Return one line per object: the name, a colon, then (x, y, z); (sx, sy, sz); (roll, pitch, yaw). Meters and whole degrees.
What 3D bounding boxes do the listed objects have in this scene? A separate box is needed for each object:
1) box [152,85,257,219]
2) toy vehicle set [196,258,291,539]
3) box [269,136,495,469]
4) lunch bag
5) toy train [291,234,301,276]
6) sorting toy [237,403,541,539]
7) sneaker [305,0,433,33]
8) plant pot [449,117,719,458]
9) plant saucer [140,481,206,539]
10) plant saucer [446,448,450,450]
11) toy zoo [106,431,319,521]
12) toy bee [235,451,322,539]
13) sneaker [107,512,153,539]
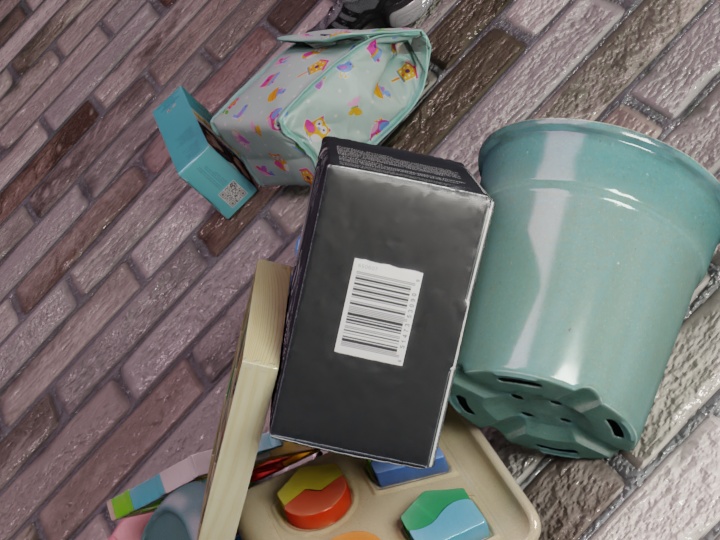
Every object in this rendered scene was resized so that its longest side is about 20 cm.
box: (-0.180, -0.137, 2.225); (0.049, 0.082, 0.200); (-43, 28, 7)
toy vehicle set: (-0.088, 0.108, 1.448); (0.124, 0.026, 0.200); (-85, 9, -55)
box: (0.011, 0.017, 1.426); (0.197, 0.124, 0.200); (-93, 16, -81)
lunch bag: (-0.034, -0.188, 2.046); (0.200, 0.122, 0.170); (-48, 24, -17)
toy train: (0.000, 0.000, 1.760); (0.087, 0.114, 0.200); (-16, 41, 50)
sorting toy: (0.013, 0.182, 1.460); (0.200, 0.036, 0.185); (-28, 37, -5)
sneaker: (-0.017, -0.307, 2.176); (0.200, 0.114, 0.076); (-23, 36, 39)
plant pot: (0.158, 0.022, 1.445); (0.200, 0.200, 0.196); (-12, 52, 49)
plant saucer: (-0.146, 0.268, 1.552); (0.200, 0.027, 0.200); (-174, 90, -65)
plant saucer: (0.034, 0.217, 1.465); (0.200, 0.037, 0.200); (-14, 38, 12)
toy zoo: (-0.118, 0.172, 1.672); (0.200, 0.131, 0.020); (-31, 72, 52)
toy bee: (-0.118, 0.236, 1.630); (0.200, 0.109, 0.131); (-67, -5, -45)
sneaker: (-0.204, 0.286, 1.682); (0.105, 0.075, 0.200); (96, -170, -60)
